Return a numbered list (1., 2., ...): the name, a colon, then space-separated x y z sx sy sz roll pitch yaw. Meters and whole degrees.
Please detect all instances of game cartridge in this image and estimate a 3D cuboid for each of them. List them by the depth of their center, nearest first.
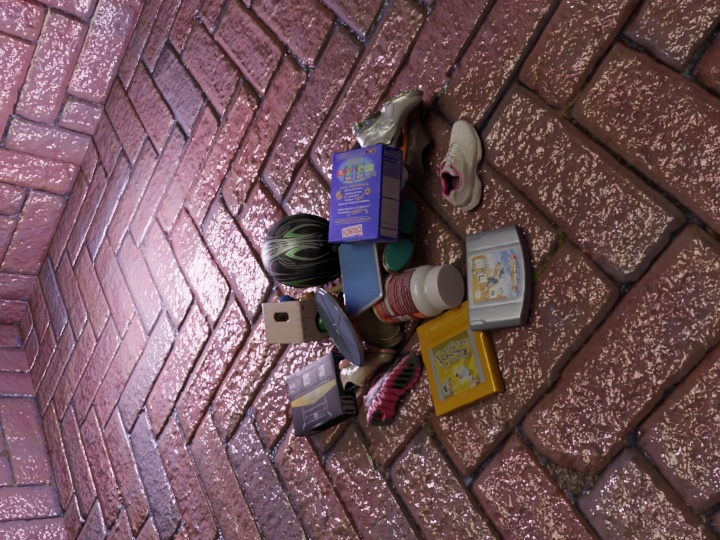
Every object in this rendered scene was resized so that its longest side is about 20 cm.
1. game cartridge: 0.276 0.014 1.440 0.132 0.041 0.204 -13 70 40
2. game cartridge: 0.203 0.183 1.512 0.175 0.032 0.203 -34 60 40

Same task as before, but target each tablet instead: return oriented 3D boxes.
1. tablet: 0.000 0.000 1.643 0.130 0.013 0.203 -37 49 40

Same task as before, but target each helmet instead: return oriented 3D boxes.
1. helmet: -0.145 -0.048 1.789 0.199 0.188 0.204 -4 85 53

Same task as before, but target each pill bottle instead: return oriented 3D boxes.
1. pill bottle: 0.122 0.050 1.568 0.198 0.108 0.112 -14 72 47

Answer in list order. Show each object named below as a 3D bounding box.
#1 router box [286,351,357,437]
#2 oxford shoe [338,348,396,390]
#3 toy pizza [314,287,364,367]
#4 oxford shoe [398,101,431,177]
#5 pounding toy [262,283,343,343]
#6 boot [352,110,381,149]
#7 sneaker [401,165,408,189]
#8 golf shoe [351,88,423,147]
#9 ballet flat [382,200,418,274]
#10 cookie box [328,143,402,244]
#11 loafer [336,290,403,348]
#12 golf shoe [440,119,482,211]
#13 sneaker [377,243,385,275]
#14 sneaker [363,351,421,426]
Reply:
1. router box: -0.101 0.314 1.814 0.199 0.052 0.160 -32 60 41
2. oxford shoe: 0.020 0.230 1.681 0.199 0.070 0.075 -34 52 52
3. toy pizza: -0.041 0.125 1.629 0.201 0.031 0.202 52 160 27
4. oxford shoe: 0.133 -0.308 1.671 0.071 0.071 0.204 5 79 15
5. pounding toy: -0.113 0.097 1.792 0.198 0.182 0.145 -6 90 47
6. boot: 0.045 -0.262 1.732 0.212 0.078 0.160 -55 40 41
7. sneaker: 0.063 -0.169 1.677 0.200 0.104 0.077 -41 57 37
8. golf shoe: 0.076 -0.332 1.637 0.199 0.078 0.099 -31 81 37
9. ballet flat: 0.091 -0.064 1.627 0.068 0.067 0.202 114 176 -59
10. cookie box: 0.009 -0.163 1.601 0.169 0.074 0.204 -1 84 48
11. loafer: 0.010 0.111 1.667 0.198 0.076 0.069 26 147 23
12. golf shoe: 0.210 -0.232 1.537 0.075 0.090 0.204 -18 69 46
13. sneaker: 0.017 -0.004 1.736 0.077 0.077 0.204 -120 43 -72
14. sneaker: 0.063 0.253 1.636 0.202 0.078 0.096 -58 30 20
